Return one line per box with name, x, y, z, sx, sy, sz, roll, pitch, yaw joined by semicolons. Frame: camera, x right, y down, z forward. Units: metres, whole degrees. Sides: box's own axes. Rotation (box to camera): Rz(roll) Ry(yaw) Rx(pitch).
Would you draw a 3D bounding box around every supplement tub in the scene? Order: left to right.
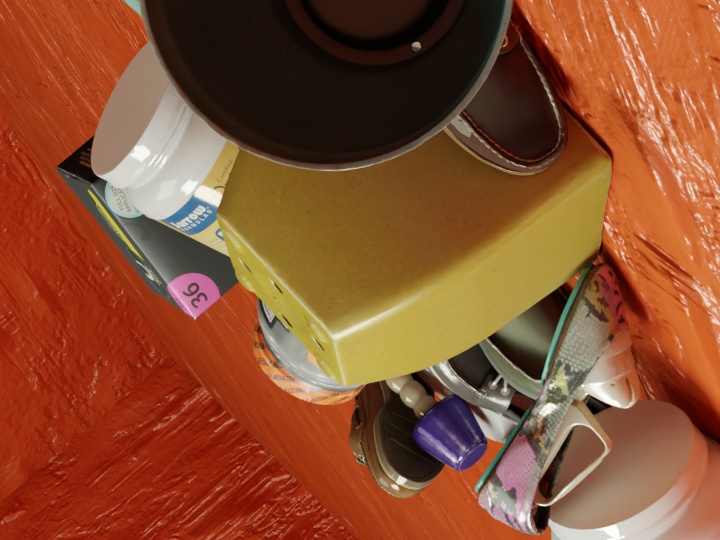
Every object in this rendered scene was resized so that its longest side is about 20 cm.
supplement tub;-0.094;-0.086;1.706;0.200;0.145;0.145;26;180;-25
supplement tub;0.000;0.000;1.607;0.123;0.122;0.200;46;132;18
supplement tub;0.226;0.206;1.573;0.200;0.145;0.145;56;168;-30

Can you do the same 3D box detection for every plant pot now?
plant pot;-0.006;-0.163;1.179;0.200;0.200;0.134;49;-164;0
plant pot;0.019;-0.042;1.405;0.196;0.200;0.194;47;169;16

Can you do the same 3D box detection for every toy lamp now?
toy lamp;0.030;0.087;1.832;0.200;0.058;0.058;47;169;22

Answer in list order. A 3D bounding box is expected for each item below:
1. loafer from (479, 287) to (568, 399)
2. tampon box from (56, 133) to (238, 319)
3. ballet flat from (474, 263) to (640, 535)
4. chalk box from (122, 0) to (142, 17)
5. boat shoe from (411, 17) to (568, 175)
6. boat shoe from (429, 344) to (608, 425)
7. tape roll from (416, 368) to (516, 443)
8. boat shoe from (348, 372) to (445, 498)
loafer;0.106;0.024;1.620;0.200;0.075;0.070;42;172;35
tampon box;-0.125;-0.086;1.843;0.150;0.200;0.126;53;169;-21
ballet flat;0.147;0.093;1.489;0.071;0.200;0.069;32;-160;20
chalk box;-0.129;-0.239;1.314;0.124;0.200;0.124;44;168;28
boat shoe;0.052;-0.140;1.273;0.200;0.070;0.070;50;173;-3
boat shoe;0.135;0.091;1.701;0.200;0.067;0.057;33;167;-36
tape roll;0.079;0.047;1.829;0.202;0.071;0.203;47;169;12
boat shoe;0.029;0.144;1.878;0.072;0.068;0.200;32;-156;-13
